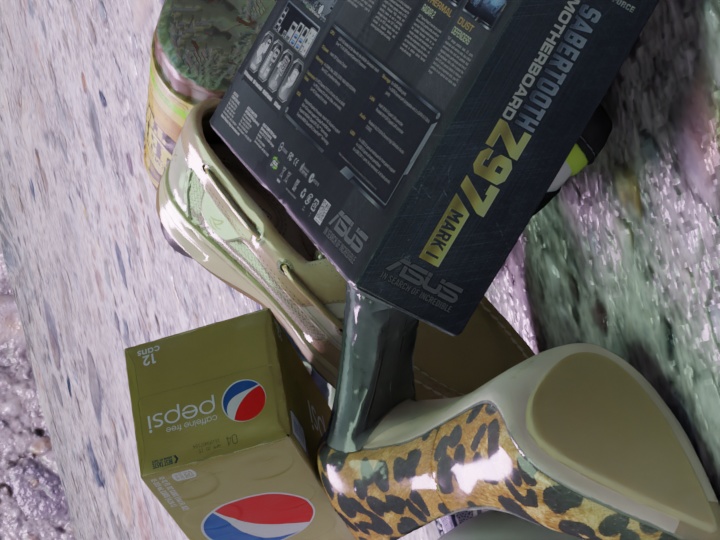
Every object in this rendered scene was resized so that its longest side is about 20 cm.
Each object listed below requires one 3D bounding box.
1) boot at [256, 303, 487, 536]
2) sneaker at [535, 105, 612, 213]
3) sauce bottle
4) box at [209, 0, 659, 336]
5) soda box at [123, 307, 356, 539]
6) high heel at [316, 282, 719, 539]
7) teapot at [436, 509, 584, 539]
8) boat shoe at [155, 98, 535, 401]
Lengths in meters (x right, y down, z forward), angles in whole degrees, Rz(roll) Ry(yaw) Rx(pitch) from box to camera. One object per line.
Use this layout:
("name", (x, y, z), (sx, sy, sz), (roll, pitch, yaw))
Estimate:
("boot", (0.006, 0.059, 1.325), (0.073, 0.090, 0.201), (118, 136, -70))
("sneaker", (0.030, -0.041, 1.096), (0.072, 0.083, 0.200), (41, 169, -7))
("sauce bottle", (-0.069, -0.063, 1.290), (0.200, 0.064, 0.065), (103, 150, -63))
("box", (0.025, -0.083, 1.010), (0.158, 0.051, 0.200), (-61, 26, 8))
("soda box", (-0.040, 0.095, 1.221), (0.200, 0.067, 0.064), (62, -166, -58))
("high heel", (0.064, 0.094, 1.095), (0.200, 0.071, 0.143), (35, 138, 31))
("teapot", (0.052, 0.194, 1.159), (0.200, 0.145, 0.198), (98, 155, -59))
("boat shoe", (0.000, 0.000, 1.189), (0.200, 0.072, 0.065), (38, 145, 10))
